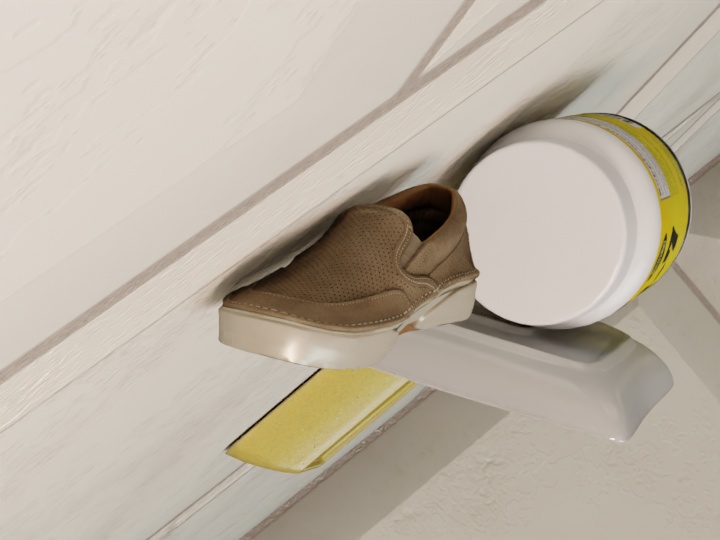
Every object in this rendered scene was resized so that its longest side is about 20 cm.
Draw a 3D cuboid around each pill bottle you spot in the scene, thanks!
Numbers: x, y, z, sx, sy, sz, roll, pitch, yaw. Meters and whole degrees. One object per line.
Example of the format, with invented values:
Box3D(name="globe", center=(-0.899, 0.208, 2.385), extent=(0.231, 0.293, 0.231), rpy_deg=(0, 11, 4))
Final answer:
Box3D(name="pill bottle", center=(0.116, -0.028, 1.214), extent=(0.114, 0.114, 0.200), rpy_deg=(-41, 174, 16))

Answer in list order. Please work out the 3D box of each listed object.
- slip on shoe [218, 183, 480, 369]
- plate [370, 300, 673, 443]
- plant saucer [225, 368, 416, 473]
Box3D(name="slip on shoe", center=(0.000, 0.000, 0.983), extent=(0.200, 0.076, 0.061), rpy_deg=(-13, 114, -60))
Box3D(name="plate", center=(0.069, 0.037, 1.210), extent=(0.200, 0.198, 0.033), rpy_deg=(-19, 124, -74))
Box3D(name="plant saucer", center=(-0.002, 0.092, 1.692), extent=(0.200, 0.049, 0.200), rpy_deg=(-40, 173, 2))
